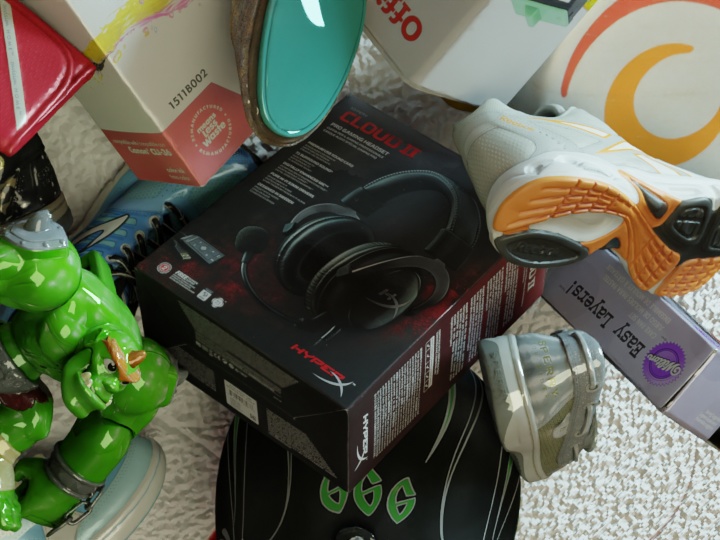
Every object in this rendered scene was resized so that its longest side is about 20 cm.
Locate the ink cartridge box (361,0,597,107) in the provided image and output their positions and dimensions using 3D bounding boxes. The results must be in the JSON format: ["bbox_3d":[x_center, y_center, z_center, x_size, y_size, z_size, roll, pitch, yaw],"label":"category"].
[{"bbox_3d":[0.073,-0.204,0.774,0.084,0.145,0.200,11,127,-51],"label":"ink cartridge box"}]

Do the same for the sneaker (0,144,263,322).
[{"bbox_3d":[-0.131,0.003,0.851,0.200,0.090,0.079,-36,121,-3],"label":"sneaker"}]

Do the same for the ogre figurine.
[{"bbox_3d":[-0.168,0.046,0.759,0.120,0.098,0.200,-36,115,-2],"label":"ogre figurine"}]

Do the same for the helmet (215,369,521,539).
[{"bbox_3d":[0.005,0.129,0.898,0.199,0.192,0.200,7,151,4],"label":"helmet"}]

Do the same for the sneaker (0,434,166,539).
[{"bbox_3d":[-0.220,0.131,0.882,0.199,0.080,0.131,-34,122,-5],"label":"sneaker"}]

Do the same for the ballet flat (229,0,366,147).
[{"bbox_3d":[-0.029,-0.159,0.763,0.068,0.067,0.201,20,84,-37],"label":"ballet flat"}]

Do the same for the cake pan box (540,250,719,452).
[{"bbox_3d":[0.183,0.046,0.914,0.184,0.200,0.052,31,102,-42],"label":"cake pan box"}]

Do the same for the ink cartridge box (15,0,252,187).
[{"bbox_3d":[-0.116,-0.156,0.778,0.117,0.067,0.200,-50,124,-23],"label":"ink cartridge box"}]

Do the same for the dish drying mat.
[{"bbox_3d":[-0.224,-0.139,0.722,0.200,0.018,0.077,39,55,-4],"label":"dish drying mat"}]

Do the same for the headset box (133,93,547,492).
[{"bbox_3d":[0.000,0.000,0.830,0.200,0.148,0.077,-42,150,-30],"label":"headset box"}]

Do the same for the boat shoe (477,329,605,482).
[{"bbox_3d":[0.110,0.071,0.844,0.064,0.075,0.202,-15,162,9],"label":"boat shoe"}]

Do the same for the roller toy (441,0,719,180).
[{"bbox_3d":[0.159,-0.119,0.884,0.200,0.140,0.183,-37,116,8],"label":"roller toy"}]

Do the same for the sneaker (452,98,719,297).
[{"bbox_3d":[0.132,-0.048,0.797,0.199,0.092,0.076,12,129,-41],"label":"sneaker"}]

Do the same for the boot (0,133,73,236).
[{"bbox_3d":[-0.264,-0.067,0.784,0.202,0.073,0.155,-14,111,-11],"label":"boot"}]
